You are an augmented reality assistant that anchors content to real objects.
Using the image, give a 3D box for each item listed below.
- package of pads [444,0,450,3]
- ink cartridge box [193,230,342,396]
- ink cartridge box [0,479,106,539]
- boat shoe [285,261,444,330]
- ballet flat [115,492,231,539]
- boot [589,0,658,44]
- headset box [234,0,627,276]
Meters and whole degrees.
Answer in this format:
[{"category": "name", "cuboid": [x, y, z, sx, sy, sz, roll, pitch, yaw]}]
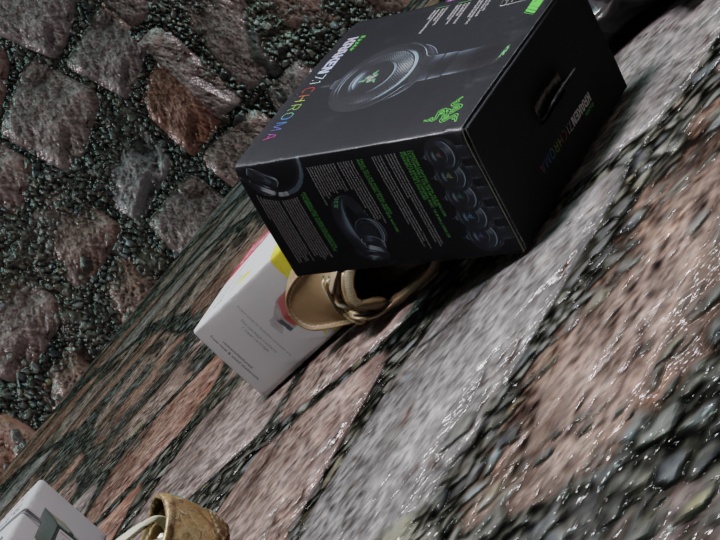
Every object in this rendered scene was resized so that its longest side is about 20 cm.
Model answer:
[{"category": "package of pads", "cuboid": [0.125, -0.251, 1.617, 0.120, 0.076, 0.200, -43, 9, 13]}, {"category": "ink cartridge box", "cuboid": [-0.025, -0.015, 1.268, 0.200, 0.083, 0.145, -42, 10, 36]}, {"category": "ink cartridge box", "cuboid": [-0.299, 0.279, 1.316, 0.146, 0.084, 0.200, -46, 8, 7]}, {"category": "boat shoe", "cuboid": [0.000, 0.000, 1.117, 0.200, 0.071, 0.065, -37, 13, 48]}, {"category": "ballet flat", "cuboid": [-0.154, 0.214, 0.942, 0.200, 0.065, 0.070, -54, 11, -34]}, {"category": "boot", "cuboid": [0.179, -0.188, 1.130, 0.132, 0.070, 0.200, -48, -3, 18]}, {"category": "headset box", "cuboid": [0.052, -0.092, 1.010, 0.199, 0.093, 0.174, -5, 36, 41]}]
